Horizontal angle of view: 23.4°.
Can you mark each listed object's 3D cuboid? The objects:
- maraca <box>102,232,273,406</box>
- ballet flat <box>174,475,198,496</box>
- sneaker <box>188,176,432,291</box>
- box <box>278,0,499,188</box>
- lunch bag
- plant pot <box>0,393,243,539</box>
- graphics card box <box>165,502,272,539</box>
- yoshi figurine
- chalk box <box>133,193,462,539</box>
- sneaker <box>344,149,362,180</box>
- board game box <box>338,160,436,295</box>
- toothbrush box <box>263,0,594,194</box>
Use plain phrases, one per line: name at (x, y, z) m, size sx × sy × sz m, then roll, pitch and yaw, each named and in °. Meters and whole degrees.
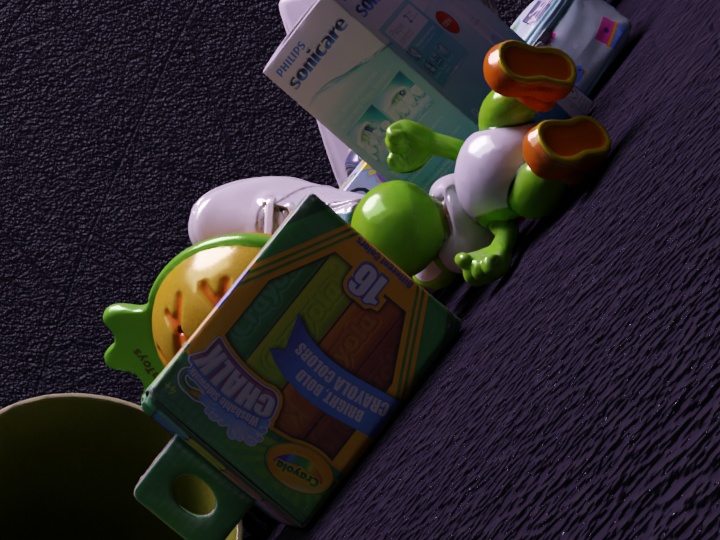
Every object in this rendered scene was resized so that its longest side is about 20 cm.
maraca at (-0.092, 0.045, 1.200) m, size 0.199 × 0.138 × 0.107 m, roll -26°, pitch 19°, yaw 31°
ballet flat at (-0.139, 0.135, 1.220) m, size 0.068 × 0.062 × 0.200 m, roll -52°, pitch 5°, yaw -35°
sneaker at (-0.024, -0.031, 1.223) m, size 0.089 × 0.197 × 0.076 m, roll 99°, pitch 177°, yaw -83°
box at (0.045, -0.190, 1.593) m, size 0.169 × 0.202 × 0.199 m, roll -16°, pitch 11°, yaw 11°
lunch bag at (0.131, -0.145, 1.389) m, size 0.161 × 0.077 × 0.200 m, roll -51°, pitch 3°, yaw -6°
plant pot at (-0.190, 0.217, 1.128) m, size 0.187 × 0.186 × 0.201 m, roll -54°, pitch -10°, yaw -51°
graphics card box at (-0.119, 0.196, 1.244) m, size 0.200 × 0.051 × 0.126 m, roll -50°, pitch 2°, yaw 28°
yoshi figurine at (0.059, -0.047, 1.060) m, size 0.200 × 0.111 × 0.113 m, roll -51°, pitch 8°, yaw 52°
chalk box at (-0.053, 0.075, 1.059) m, size 0.201 × 0.124 × 0.124 m, roll -52°, pitch 3°, yaw -12°
sneaker at (0.024, -0.037, 1.456) m, size 0.087 × 0.077 × 0.200 m, roll -62°, pitch -22°, yaw -16°
board game box at (0.000, 0.000, 1.326) m, size 0.201 × 0.105 × 0.103 m, roll -51°, pitch 3°, yaw 4°
toothbrush box at (0.051, -0.128, 1.218) m, size 0.085 × 0.200 × 0.147 m, roll -48°, pitch 3°, yaw 35°
